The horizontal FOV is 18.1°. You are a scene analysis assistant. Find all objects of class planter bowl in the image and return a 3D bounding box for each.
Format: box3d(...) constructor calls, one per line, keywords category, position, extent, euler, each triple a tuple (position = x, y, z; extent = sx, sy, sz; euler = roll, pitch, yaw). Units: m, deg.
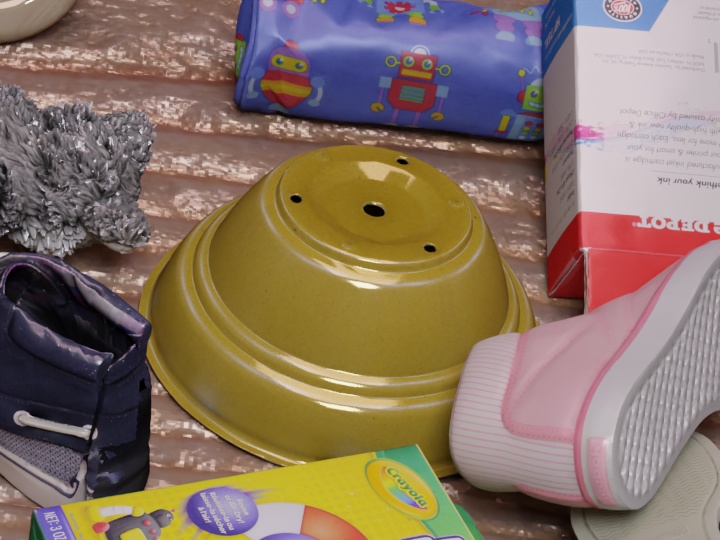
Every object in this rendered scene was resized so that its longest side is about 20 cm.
box3d(category="planter bowl", position=(0.000, 0.000, 1.052), extent=(0.199, 0.084, 0.201), euler=(8, 37, -6))

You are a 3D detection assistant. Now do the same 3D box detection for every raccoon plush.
box3d(category="raccoon plush", position=(-0.167, -0.052, 1.010), extent=(0.133, 0.098, 0.200), euler=(2, -6, 5))

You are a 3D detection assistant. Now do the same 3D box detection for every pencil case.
box3d(category="pencil case", position=(0.026, -0.116, 1.214), extent=(0.199, 0.078, 0.087), euler=(7, 29, -8))

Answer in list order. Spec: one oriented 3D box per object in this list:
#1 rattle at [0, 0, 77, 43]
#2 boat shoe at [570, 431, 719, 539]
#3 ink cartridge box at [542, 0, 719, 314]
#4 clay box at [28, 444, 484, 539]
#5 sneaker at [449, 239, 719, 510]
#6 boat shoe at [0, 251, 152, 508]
box3d(category="rattle", position=(-0.244, -0.179, 1.228), extent=(0.199, 0.131, 0.143), euler=(-32, 38, -10))
box3d(category="boat shoe", position=(0.131, 0.131, 0.946), extent=(0.071, 0.068, 0.200), euler=(-14, 25, 5))
box3d(category="ink cartridge box", position=(0.154, -0.048, 1.132), extent=(0.115, 0.067, 0.201), euler=(5, 69, -10))
box3d(category="clay box", position=(-0.022, 0.132, 0.905), extent=(0.199, 0.048, 0.115), euler=(-9, 42, -25))
box3d(category="sneaker", position=(0.107, 0.041, 1.005), extent=(0.104, 0.076, 0.200), euler=(-1, 22, 33))
box3d(category="boat shoe", position=(-0.169, 0.020, 0.969), extent=(0.199, 0.093, 0.075), euler=(27, 39, 17))
